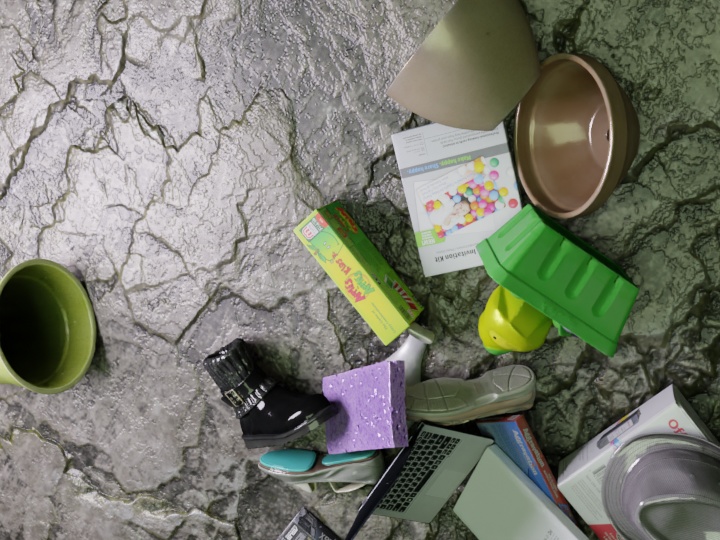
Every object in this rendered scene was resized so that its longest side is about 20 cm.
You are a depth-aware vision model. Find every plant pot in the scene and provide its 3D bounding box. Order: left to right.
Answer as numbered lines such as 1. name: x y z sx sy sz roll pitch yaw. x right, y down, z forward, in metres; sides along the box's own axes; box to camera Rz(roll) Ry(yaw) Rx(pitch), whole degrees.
1. plant pot: -0.543 0.098 1.498 0.187 0.199 0.203 -11 99 30
2. plant pot: 0.146 -0.255 1.218 0.134 0.200 0.201 40 109 -3
3. plant pot: 0.284 -0.168 1.225 0.091 0.200 0.205 -4 104 -25

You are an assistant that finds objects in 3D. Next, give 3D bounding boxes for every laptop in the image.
1. laptop: 0.073 0.314 1.329 0.197 0.117 0.188 16 123 -27

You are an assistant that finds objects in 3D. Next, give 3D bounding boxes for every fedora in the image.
1. fedora: 0.403 0.303 1.224 0.197 0.090 0.179 21 108 7

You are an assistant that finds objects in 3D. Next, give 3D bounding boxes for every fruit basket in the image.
1. fruit basket: 0.228 0.044 1.269 0.211 0.156 0.219 -1 110 -2

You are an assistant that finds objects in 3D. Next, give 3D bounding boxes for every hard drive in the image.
1. hard drive: 0.223 0.357 1.349 0.200 0.026 0.133 44 127 31

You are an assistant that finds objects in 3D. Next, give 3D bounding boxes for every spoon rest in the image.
1. spoon rest: 0.056 0.155 1.404 0.098 0.061 0.202 29 121 6

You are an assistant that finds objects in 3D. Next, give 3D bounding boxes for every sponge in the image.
1. sponge: 0.004 0.192 1.351 0.199 0.029 0.114 -23 68 59

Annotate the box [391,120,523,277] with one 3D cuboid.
1. box: 0.139 -0.106 1.328 0.153 0.041 0.203 -11 99 17

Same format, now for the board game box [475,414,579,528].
1. board game box: 0.237 0.295 1.361 0.019 0.103 0.202 -28 94 -26

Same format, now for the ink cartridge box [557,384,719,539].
1. ink cartridge box: 0.385 0.275 1.314 0.199 0.086 0.148 -39 92 17

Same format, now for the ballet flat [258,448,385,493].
1. ballet flat: -0.058 0.302 1.455 0.197 0.067 0.065 -7 107 17

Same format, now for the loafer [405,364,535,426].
1. loafer: 0.148 0.186 1.354 0.196 0.072 0.064 -12 126 1

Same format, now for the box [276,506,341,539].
1. box: -0.091 0.494 1.510 0.157 0.050 0.201 38 109 5

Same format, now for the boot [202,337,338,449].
1. boot: -0.136 0.169 1.411 0.209 0.079 0.160 -20 96 43

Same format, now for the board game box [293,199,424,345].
1. board game box: 0.000 0.000 1.356 0.047 0.102 0.201 -39 89 18
